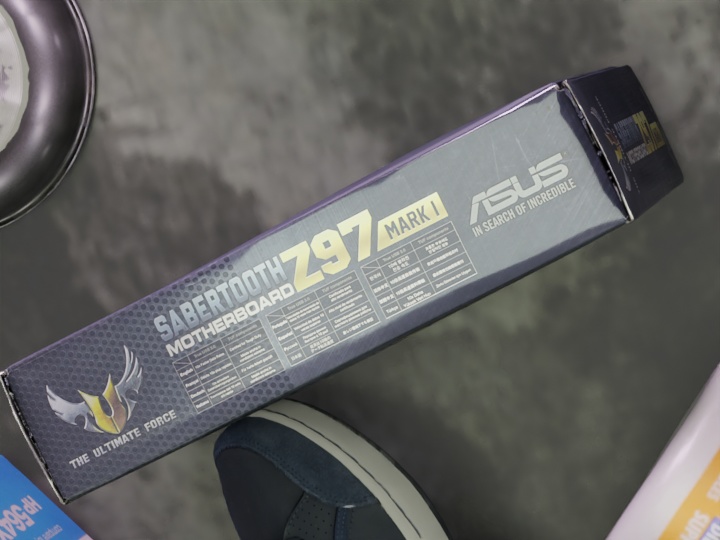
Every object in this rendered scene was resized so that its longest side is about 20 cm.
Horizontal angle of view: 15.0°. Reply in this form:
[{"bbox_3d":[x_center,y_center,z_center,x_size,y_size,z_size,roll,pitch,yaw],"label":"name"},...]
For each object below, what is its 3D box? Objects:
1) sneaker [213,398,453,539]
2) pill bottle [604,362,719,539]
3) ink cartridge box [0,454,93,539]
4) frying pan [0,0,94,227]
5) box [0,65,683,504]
[{"bbox_3d":[-0.028,0.139,0.883,0.203,0.146,0.077,55,143,24],"label":"sneaker"},{"bbox_3d":[0.177,0.118,0.874,0.199,0.112,0.112,33,102,7],"label":"pill bottle"},{"bbox_3d":[-0.111,0.189,0.957,0.200,0.084,0.146,42,102,5],"label":"ink cartridge box"},{"bbox_3d":[-0.186,-0.080,0.973,0.189,0.031,0.116,18,98,7],"label":"frying pan"},{"bbox_3d":[0.000,0.000,0.875,0.199,0.158,0.051,-27,91,14],"label":"box"}]
